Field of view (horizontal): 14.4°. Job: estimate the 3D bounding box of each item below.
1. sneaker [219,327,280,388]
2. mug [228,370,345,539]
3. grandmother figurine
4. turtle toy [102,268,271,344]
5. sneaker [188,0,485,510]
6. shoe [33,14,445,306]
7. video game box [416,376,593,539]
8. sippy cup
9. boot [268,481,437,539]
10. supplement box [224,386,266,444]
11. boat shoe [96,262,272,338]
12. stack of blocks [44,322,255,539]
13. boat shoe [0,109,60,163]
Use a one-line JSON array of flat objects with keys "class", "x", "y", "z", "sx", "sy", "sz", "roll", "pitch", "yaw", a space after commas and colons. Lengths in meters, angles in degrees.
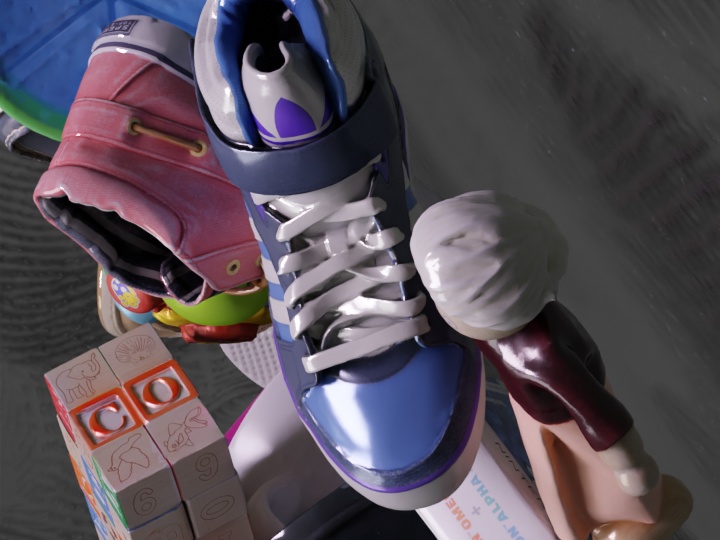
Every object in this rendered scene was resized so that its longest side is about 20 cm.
[{"class": "sneaker", "x": -0.006, "y": 0.025, "z": 1.650, "sx": 0.079, "sy": 0.079, "sz": 0.200, "roll": 52, "pitch": 156, "yaw": -22}, {"class": "mug", "x": 0.021, "y": 0.134, "z": 1.450, "sx": 0.175, "sy": 0.148, "sz": 0.200, "roll": 32, "pitch": -160, "yaw": 27}, {"class": "grandmother figurine", "x": 0.070, "y": 0.039, "z": 1.062, "sx": 0.121, "sy": 0.061, "sz": 0.200, "roll": 39, "pitch": 169, "yaw": 40}, {"class": "turtle toy", "x": -0.068, "y": -0.018, "z": 1.358, "sx": 0.200, "sy": 0.145, "sz": 0.101, "roll": 103, "pitch": 166, "yaw": -83}, {"class": "sneaker", "x": -0.016, "y": -0.020, "z": 1.070, "sx": 0.146, "sy": 0.080, "sz": 0.201, "roll": 49, "pitch": -153, "yaw": -64}, {"class": "shoe", "x": -0.042, "y": -0.016, "z": 1.191, "sx": 0.200, "sy": 0.091, "sz": 0.071, "roll": 34, "pitch": 154, "yaw": -22}, {"class": "video game box", "x": 0.092, "y": 0.126, "z": 1.222, "sx": 0.182, "sy": 0.047, "sz": 0.200, "roll": 55, "pitch": -168, "yaw": 16}, {"class": "sippy cup", "x": -0.113, "y": -0.138, "z": 1.253, "sx": 0.139, "sy": 0.178, "sz": 0.130, "roll": 27, "pitch": -164, "yaw": -18}, {"class": "boot", "x": 0.051, "y": 0.167, "z": 1.250, "sx": 0.168, "sy": 0.076, "sz": 0.200, "roll": 57, "pitch": -160, "yaw": 16}, {"class": "supplement box", "x": -0.038, "y": 0.152, "z": 1.665, "sx": 0.200, "sy": 0.101, "sz": 0.104, "roll": -51, "pitch": -40, "yaw": -53}, {"class": "boat shoe", "x": -0.082, "y": 0.002, "z": 1.524, "sx": 0.200, "sy": 0.069, "sz": 0.074, "roll": -5, "pitch": -80, "yaw": -74}, {"class": "stack of blocks", "x": -0.084, "y": 0.137, "z": 1.376, "sx": 0.115, "sy": 0.058, "sz": 0.200, "roll": 52, "pitch": 162, "yaw": 41}, {"class": "boat shoe", "x": -0.114, "y": -0.064, "z": 1.535, "sx": 0.200, "sy": 0.075, "sz": 0.062, "roll": 7, "pitch": -113, "yaw": -51}]
